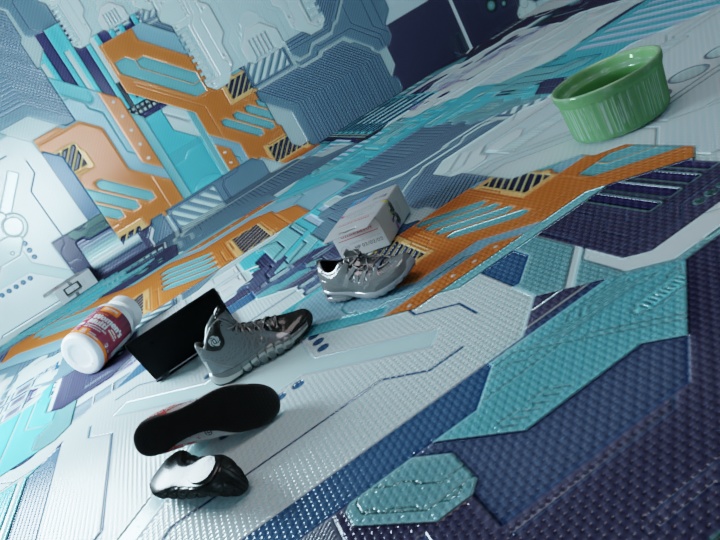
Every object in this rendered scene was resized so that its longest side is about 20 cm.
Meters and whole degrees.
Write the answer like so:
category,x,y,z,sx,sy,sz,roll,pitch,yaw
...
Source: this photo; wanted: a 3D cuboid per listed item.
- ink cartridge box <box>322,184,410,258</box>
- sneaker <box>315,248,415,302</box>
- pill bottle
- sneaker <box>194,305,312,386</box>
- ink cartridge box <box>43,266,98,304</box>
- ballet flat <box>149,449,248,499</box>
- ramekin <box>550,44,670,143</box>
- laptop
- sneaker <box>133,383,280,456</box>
category,x,y,z,sx,sy,sz,roll,pitch,yaw
ink cartridge box,0.015,-0.089,1.344,0.114,0.068,0.200,-19,21,30
sneaker,0.000,0.000,1.119,0.198,0.083,0.075,-16,23,36
pill bottle,-0.619,0.149,1.619,0.109,0.110,0.200,-21,21,25
sneaker,-0.183,0.094,1.101,0.199,0.116,0.075,-33,19,-7
ink cartridge box,-1.163,0.072,2.683,0.199,0.068,0.116,-37,20,-21
ballet flat,-0.211,0.264,0.839,0.199,0.057,0.067,-17,36,50
ramekin,0.458,-0.316,1.216,0.198,0.098,0.200,-27,19,10
laptop,-0.346,0.112,1.300,0.186,0.117,0.200,-33,19,-12
sneaker,-0.211,0.202,0.941,0.199,0.068,0.108,-17,-4,-8
